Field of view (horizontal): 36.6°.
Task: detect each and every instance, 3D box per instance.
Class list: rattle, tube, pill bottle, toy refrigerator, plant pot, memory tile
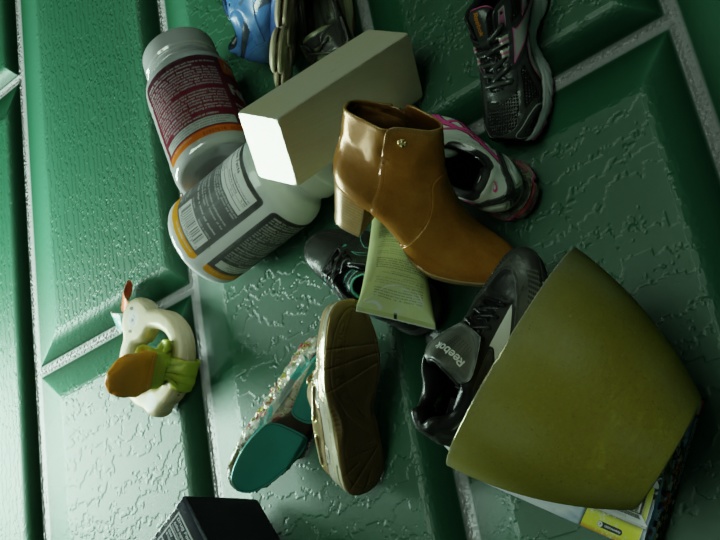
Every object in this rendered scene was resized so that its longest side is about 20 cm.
[{"bbox_3d":[-0.297,0.084,1.337,0.201,0.142,0.131,55,132,29],"label":"rattle"},{"bbox_3d":[0.035,-0.018,1.075,0.058,0.052,0.201,-20,36,17],"label":"tube"},{"bbox_3d":[-0.116,-0.081,1.237,0.199,0.116,0.117,-35,58,28],"label":"pill bottle"},{"bbox_3d":[-0.029,-0.174,1.135,0.070,0.076,0.200,16,44,42],"label":"toy refrigerator"},{"bbox_3d":[-0.198,-0.195,1.339,0.114,0.114,0.201,-39,56,26],"label":"pill bottle"},{"bbox_3d":[0.179,0.105,0.854,0.141,0.200,0.201,31,100,14],"label":"plant pot"},{"bbox_3d":[-0.084,-0.305,1.262,0.017,0.153,0.202,6,79,1],"label":"memory tile"}]

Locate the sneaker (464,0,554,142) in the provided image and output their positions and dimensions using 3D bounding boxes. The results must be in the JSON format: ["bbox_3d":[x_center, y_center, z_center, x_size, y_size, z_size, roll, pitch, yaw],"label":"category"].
[{"bbox_3d":[0.135,-0.224,1.079,0.080,0.086,0.202,-14,70,39],"label":"sneaker"}]

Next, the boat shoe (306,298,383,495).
[{"bbox_3d":[-0.024,0.125,1.103,0.069,0.073,0.202,11,107,52],"label":"boat shoe"}]

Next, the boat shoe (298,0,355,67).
[{"bbox_3d":[-0.039,-0.258,1.251,0.071,0.066,0.203,-25,63,33],"label":"boat shoe"}]

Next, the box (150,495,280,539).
[{"bbox_3d":[-0.155,0.378,1.139,0.199,0.123,0.200,-51,53,19],"label":"box"}]

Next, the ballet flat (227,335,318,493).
[{"bbox_3d":[-0.077,0.153,1.183,0.201,0.075,0.064,-53,20,11],"label":"ballet flat"}]

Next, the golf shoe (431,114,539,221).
[{"bbox_3d":[0.085,-0.117,1.091,0.199,0.092,0.073,31,99,43],"label":"golf shoe"}]

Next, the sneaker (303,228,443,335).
[{"bbox_3d":[0.000,0.000,1.140,0.199,0.079,0.076,29,97,43],"label":"sneaker"}]

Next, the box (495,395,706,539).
[{"bbox_3d":[0.189,0.146,0.964,0.199,0.038,0.138,17,89,42],"label":"box"}]

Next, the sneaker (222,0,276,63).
[{"bbox_3d":[-0.127,-0.327,1.269,0.078,0.201,0.066,9,48,2],"label":"sneaker"}]

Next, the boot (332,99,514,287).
[{"bbox_3d":[0.066,-0.072,1.000,0.200,0.071,0.145,21,136,9],"label":"boot"}]

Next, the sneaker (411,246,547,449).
[{"bbox_3d":[0.104,0.069,0.972,0.066,0.090,0.202,28,96,41],"label":"sneaker"}]
